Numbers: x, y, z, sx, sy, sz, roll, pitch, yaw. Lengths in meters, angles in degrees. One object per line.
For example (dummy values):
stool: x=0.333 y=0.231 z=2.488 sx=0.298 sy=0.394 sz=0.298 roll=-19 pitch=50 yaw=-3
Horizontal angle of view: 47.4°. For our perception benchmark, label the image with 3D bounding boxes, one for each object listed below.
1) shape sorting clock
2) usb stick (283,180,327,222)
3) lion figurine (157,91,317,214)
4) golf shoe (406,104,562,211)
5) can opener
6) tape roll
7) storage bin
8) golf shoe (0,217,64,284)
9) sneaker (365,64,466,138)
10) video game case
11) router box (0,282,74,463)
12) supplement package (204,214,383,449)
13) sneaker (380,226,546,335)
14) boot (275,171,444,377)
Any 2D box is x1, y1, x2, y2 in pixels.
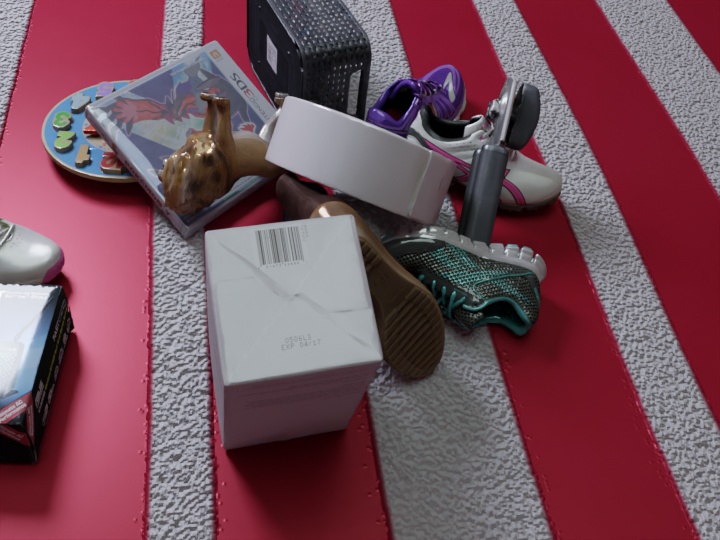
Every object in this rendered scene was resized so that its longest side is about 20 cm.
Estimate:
shape sorting clock: x=-0.280 y=-0.173 z=0.982 sx=0.194 sy=0.040 sz=0.203 roll=4 pitch=48 yaw=-5
usb stick: x=-0.057 y=-0.021 z=0.881 sx=0.054 sy=0.033 sz=0.203 roll=4 pitch=47 yaw=-10
lion figurine: x=-0.128 y=-0.130 z=0.902 sx=0.197 sy=0.126 sz=0.072 roll=-10 pitch=22 yaw=-39
golf shoe: x=0.148 y=-0.132 z=0.969 sx=0.195 sy=0.093 sz=0.073 roll=16 pitch=43 yaw=4
can opener: x=0.159 y=-0.115 z=0.916 sx=0.065 sy=0.053 sz=0.205 roll=13 pitch=86 yaw=-9
tape roll: x=0.001 y=-0.115 z=0.870 sx=0.198 sy=0.072 sz=0.202 roll=22 pitch=5 yaw=-2
storage bin: x=-0.071 y=-0.276 z=1.036 sx=0.092 sy=0.137 sz=0.202 roll=-15 pitch=52 yaw=-21
golf shoe: x=-0.393 y=-0.038 z=0.812 sx=0.195 sy=0.093 sz=0.076 roll=12 pitch=45 yaw=1
sneaker: x=0.075 y=-0.213 z=1.037 sx=0.080 sy=0.085 sz=0.200 roll=31 pitch=50 yaw=19
video game case: x=-0.185 y=-0.160 z=0.951 sx=0.183 sy=0.023 sz=0.199 roll=48 pitch=56 yaw=4
router box: x=-0.369 y=0.085 z=0.723 sx=0.194 sy=0.063 sz=0.152 roll=2 pitch=47 yaw=-6
supplement package: x=-0.064 y=0.059 z=0.679 sx=0.118 sy=0.201 sz=0.123 roll=-7 pitch=67 yaw=-13
sneaker: x=0.100 y=0.015 z=0.843 sx=0.194 sy=0.078 sz=0.093 roll=7 pitch=55 yaw=-4
boot: x=0.000 y=0.000 z=0.805 sx=0.072 sy=0.202 sz=0.166 roll=-37 pitch=35 yaw=-6
